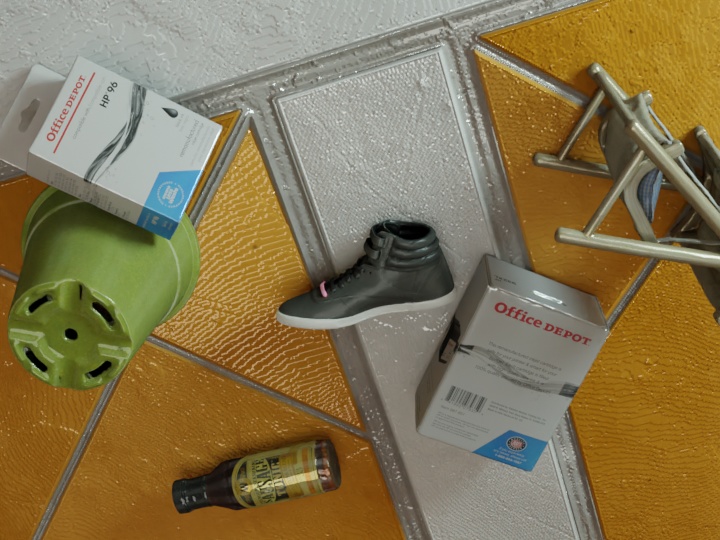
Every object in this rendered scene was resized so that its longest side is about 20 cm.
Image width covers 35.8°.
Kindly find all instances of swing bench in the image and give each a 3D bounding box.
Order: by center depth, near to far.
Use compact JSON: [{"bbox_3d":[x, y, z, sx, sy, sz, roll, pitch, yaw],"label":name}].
[{"bbox_3d":[0.291,-0.078,1.080,0.199,0.199,0.130,26,114,-12],"label":"swing bench"}]

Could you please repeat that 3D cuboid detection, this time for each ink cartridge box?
[{"bbox_3d":[-0.254,-0.129,1.107,0.199,0.068,0.117,25,70,-11],"label":"ink cartridge box"},{"bbox_3d":[0.163,0.104,1.235,0.144,0.084,0.201,20,115,-8],"label":"ink cartridge box"}]

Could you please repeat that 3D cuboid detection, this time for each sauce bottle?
[{"bbox_3d":[-0.124,0.251,1.324,0.199,0.066,0.066,-16,115,7],"label":"sauce bottle"}]

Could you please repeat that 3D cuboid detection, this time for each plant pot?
[{"bbox_3d":[-0.276,0.022,1.146,0.198,0.190,0.201,0,116,0],"label":"plant pot"}]

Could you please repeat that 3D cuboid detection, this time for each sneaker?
[{"bbox_3d":[0.000,0.000,1.199,0.199,0.071,0.100,-11,114,0],"label":"sneaker"}]
